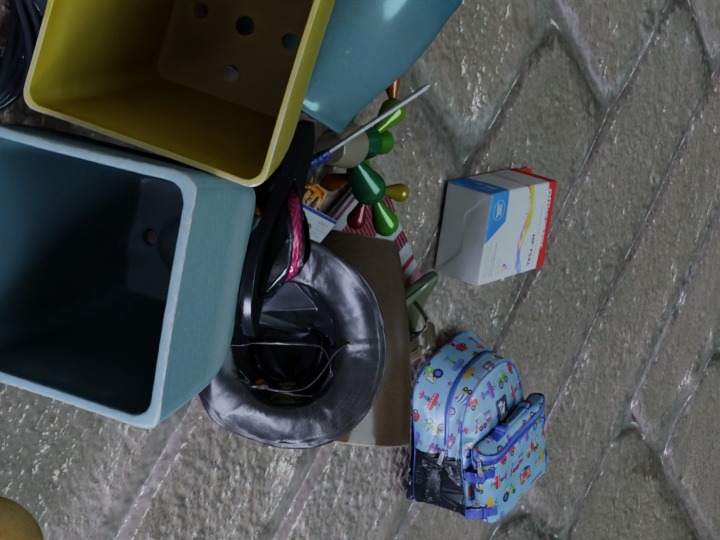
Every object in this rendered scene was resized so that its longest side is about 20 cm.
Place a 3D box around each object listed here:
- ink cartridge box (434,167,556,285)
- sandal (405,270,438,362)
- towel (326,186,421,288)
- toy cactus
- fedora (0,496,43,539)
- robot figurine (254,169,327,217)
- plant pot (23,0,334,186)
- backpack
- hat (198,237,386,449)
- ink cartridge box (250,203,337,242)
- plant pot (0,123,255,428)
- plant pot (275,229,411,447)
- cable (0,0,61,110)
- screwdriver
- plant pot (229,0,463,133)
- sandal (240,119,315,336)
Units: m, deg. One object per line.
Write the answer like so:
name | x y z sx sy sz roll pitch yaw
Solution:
ink cartridge box | 0.179 -0.059 1.745 0.200 0.067 0.116 -15 118 -52
sandal | 0.057 0.086 1.611 0.080 0.057 0.201 -33 146 -52
towel | 0.000 0.000 1.559 0.144 0.023 0.200 -52 141 -25
toy cactus | -0.011 -0.129 1.398 0.165 0.102 0.200 -24 112 -70
fedora | -0.345 0.259 1.132 0.201 0.082 0.201 -36 139 -40
robot figurine | -0.102 -0.076 1.340 0.200 0.058 0.145 34 79 -55
plant pot | -0.117 -0.196 1.112 0.176 0.200 0.200 -33 142 -76
backpack | 0.145 0.185 1.757 0.183 0.134 0.200 -33 128 -45
hat | -0.065 0.059 1.302 0.081 0.200 0.201 -72 172 -76
ink cartridge box | -0.116 0.009 1.317 0.200 0.037 0.095 -49 145 11
plant pot | -0.187 -0.010 1.144 0.200 0.196 0.196 -20 123 -67
plant pot | -0.026 0.061 1.421 0.187 0.187 0.200 8 92 -56
cable | -0.294 -0.208 1.020 0.163 0.051 0.200 -51 146 -21
screwdriver | -0.014 -0.115 1.302 0.200 0.029 0.028 -30 163 -9
plant pot | -0.026 -0.235 1.271 0.188 0.200 0.200 -58 147 5
sandal | -0.060 -0.037 1.213 0.075 0.045 0.200 91 16 -70
